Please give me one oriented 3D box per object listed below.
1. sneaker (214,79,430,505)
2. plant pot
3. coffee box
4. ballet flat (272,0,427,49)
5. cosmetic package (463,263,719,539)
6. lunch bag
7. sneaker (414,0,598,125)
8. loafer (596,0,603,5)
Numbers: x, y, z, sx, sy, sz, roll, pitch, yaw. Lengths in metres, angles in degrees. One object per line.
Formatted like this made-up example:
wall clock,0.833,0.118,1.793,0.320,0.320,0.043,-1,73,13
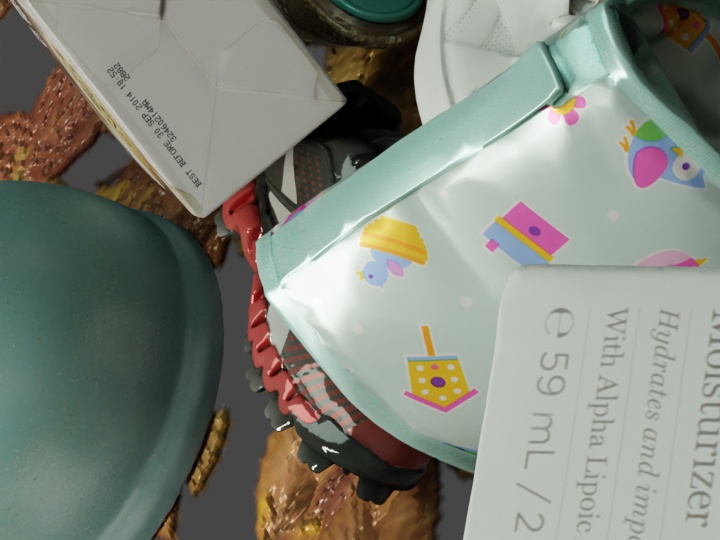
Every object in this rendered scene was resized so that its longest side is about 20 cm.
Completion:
sneaker,0.000,0.000,1.189,0.098,0.071,0.201,-43,39,26
plant pot,-0.176,0.042,1.316,0.200,0.134,0.200,-27,48,36
coffee box,-0.085,-0.100,1.249,0.080,0.113,0.200,-39,14,-3
ballet flat,-0.019,-0.141,1.320,0.200,0.070,0.065,-110,32,-48
cosmetic package,0.143,0.106,0.823,0.200,0.165,0.165,0,64,21
lunch bag,0.086,-0.009,0.988,0.170,0.200,0.122,-32,46,35
sneaker,0.083,-0.105,1.157,0.116,0.074,0.200,-35,43,35
loafer,0.132,-0.110,1.086,0.200,0.076,0.067,-47,39,-4
